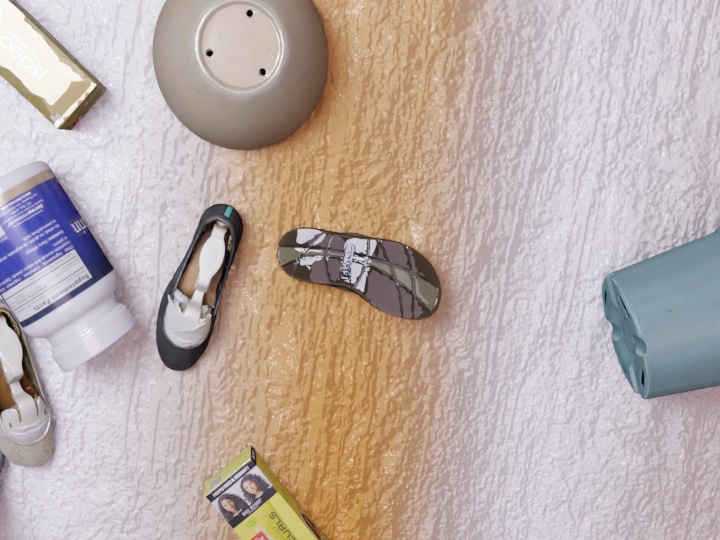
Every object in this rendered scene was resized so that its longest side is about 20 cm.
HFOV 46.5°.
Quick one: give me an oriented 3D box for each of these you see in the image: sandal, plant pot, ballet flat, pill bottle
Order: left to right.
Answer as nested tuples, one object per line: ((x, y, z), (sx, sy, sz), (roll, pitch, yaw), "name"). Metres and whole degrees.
((-0.384, 0.129, 0.925), (0.067, 0.062, 0.205), (-23, 104, -36), "ballet flat")
((-0.331, -0.002, 0.892), (0.114, 0.116, 0.203), (-30, 102, -2), "pill bottle")
((-0.186, 0.022, 0.940), (0.067, 0.068, 0.204), (17, 97, -10), "ballet flat")
((-0.124, -0.227, 0.876), (0.195, 0.135, 0.206), (-1, 100, -8), "plant pot")
((0.000, 0.000, 0.975), (0.195, 0.055, 0.084), (13, 92, 5), "sandal")
((0.397, 0.051, 0.972), (0.192, 0.200, 0.205), (-16, 101, 3), "plant pot")

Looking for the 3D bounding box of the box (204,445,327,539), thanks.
((-0.099, 0.313, 1.008), (0.075, 0.050, 0.202), (-36, 102, -2), "box")

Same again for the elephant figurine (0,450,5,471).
((-0.452, 0.228, 0.913), (0.139, 0.157, 0.202), (-7, 132, 27), "elephant figurine")

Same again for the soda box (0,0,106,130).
((-0.363, -0.239, 0.873), (0.200, 0.068, 0.064), (44, 91, -12), "soda box")
